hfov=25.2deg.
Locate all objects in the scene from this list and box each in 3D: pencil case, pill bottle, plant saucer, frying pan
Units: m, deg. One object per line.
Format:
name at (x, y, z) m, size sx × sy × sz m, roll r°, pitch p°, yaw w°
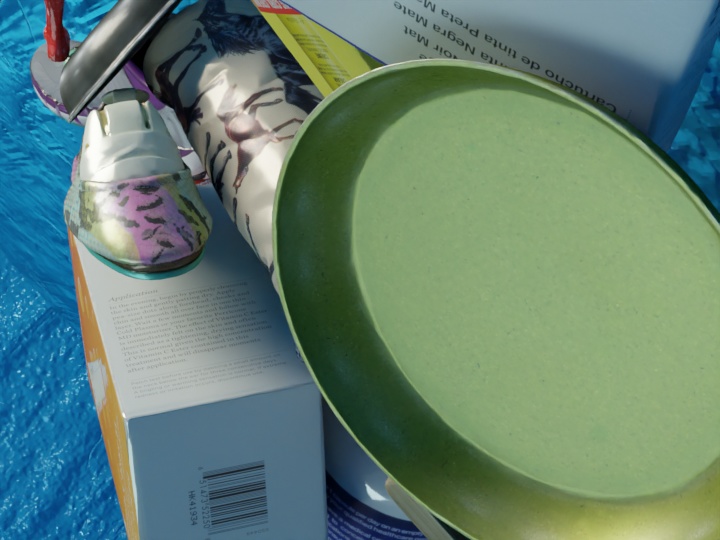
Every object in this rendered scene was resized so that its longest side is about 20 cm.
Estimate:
pencil case at (-0.038, -0.049, 0.796) m, size 0.201 × 0.077 × 0.090 m, roll 58°, pitch 142°, yaw 31°
pill bottle at (0.024, 0.102, 0.877) m, size 0.120 × 0.119 × 0.201 m, roll 40°, pitch 142°, yaw 20°
plant saucer at (0.057, 0.016, 0.550) m, size 0.199 × 0.031 × 0.201 m, roll 22°, pitch 131°, yaw 28°
frying pan at (-0.108, -0.142, 0.862) m, size 0.031 × 0.115 × 0.190 m, roll 42°, pitch -149°, yaw -10°

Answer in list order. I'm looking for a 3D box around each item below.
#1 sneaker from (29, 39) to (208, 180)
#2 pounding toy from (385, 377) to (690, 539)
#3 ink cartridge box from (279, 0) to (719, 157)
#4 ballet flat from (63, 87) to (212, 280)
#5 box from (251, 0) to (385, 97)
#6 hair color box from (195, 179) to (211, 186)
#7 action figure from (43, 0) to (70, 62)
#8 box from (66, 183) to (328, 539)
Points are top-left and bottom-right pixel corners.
sneaker at (-0.147, -0.133, 1.030) m, size 0.199 × 0.074 × 0.088 m, roll 27°, pitch 138°, yaw 37°
pounding toy at (0.141, 0.098, 0.687) m, size 0.200 × 0.142 × 0.184 m, roll 48°, pitch 140°, yaw -12°
ink cartridge box at (0.022, -0.104, 0.532) m, size 0.199 × 0.041 × 0.200 m, roll 33°, pitch 155°, yaw 13°
ballet flat at (-0.117, -0.054, 0.808) m, size 0.200 × 0.068 × 0.072 m, roll -129°, pitch 36°, yaw -70°
box at (0.027, -0.073, 0.699) m, size 0.200 × 0.050 × 0.075 m, roll 52°, pitch 165°, yaw -25°
hair color box at (-0.097, 0.011, 1.063) m, size 0.200 × 0.064 × 0.112 m, roll -100°, pitch -15°, yaw -70°
action figure at (-0.177, -0.214, 0.803) m, size 0.099 × 0.065 × 0.201 m, roll -117°, pitch 28°, yaw -44°
box at (-0.089, 0.059, 0.850) m, size 0.200 × 0.097 × 0.125 m, roll -119°, pitch 23°, yaw -55°
